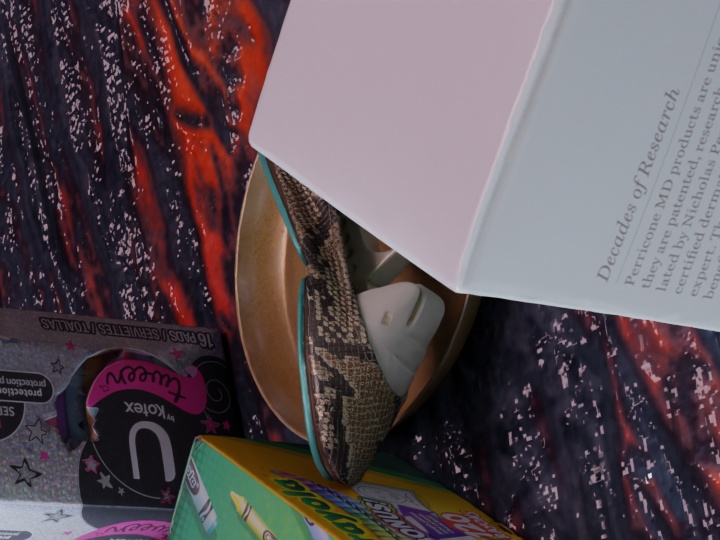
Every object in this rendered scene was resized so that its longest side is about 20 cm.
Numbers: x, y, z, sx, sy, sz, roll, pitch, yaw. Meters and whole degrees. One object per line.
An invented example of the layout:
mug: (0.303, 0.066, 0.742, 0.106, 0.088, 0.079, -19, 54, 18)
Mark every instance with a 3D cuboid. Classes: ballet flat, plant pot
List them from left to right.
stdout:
ballet flat: (0.000, 0.000, 1.183, 0.075, 0.068, 0.201, -20, 56, 14)
plant pot: (0.004, -0.012, 1.256, 0.199, 0.027, 0.202, -15, 71, 51)

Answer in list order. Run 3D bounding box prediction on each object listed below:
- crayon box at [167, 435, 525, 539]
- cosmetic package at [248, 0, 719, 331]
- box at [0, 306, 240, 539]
crayon box: (0.014, 0.139, 1.136, 0.200, 0.118, 0.059, 30, 107, 51)
cosmetic package: (0.096, -0.085, 1.001, 0.167, 0.199, 0.167, 37, 113, 51)
box: (-0.176, 0.098, 1.332, 0.132, 0.199, 0.115, -37, 57, 44)
